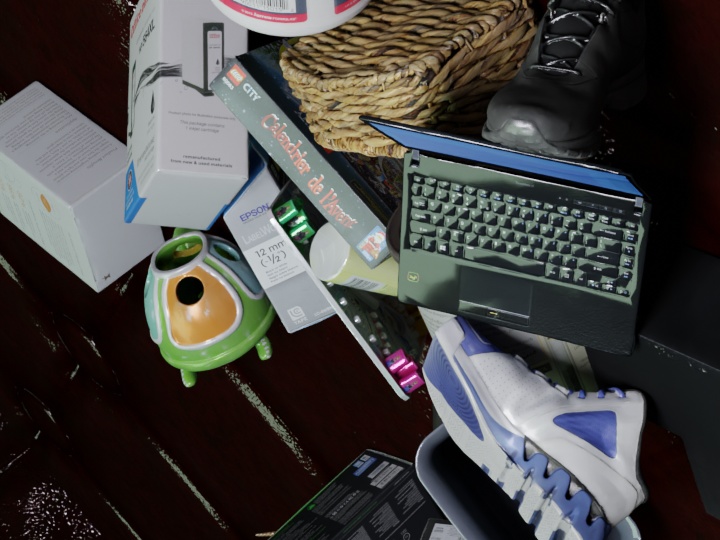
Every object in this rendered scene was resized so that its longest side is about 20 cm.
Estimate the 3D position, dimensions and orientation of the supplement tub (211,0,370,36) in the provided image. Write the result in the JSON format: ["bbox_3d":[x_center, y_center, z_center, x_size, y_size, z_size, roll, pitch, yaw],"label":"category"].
[{"bbox_3d":[-0.052,-0.278,1.248,0.140,0.140,0.200,39,154,25],"label":"supplement tub"}]

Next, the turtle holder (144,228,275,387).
[{"bbox_3d":[-0.164,0.020,1.914,0.141,0.186,0.132,-10,123,27],"label":"turtle holder"}]

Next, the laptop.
[{"bbox_3d":[0.095,-0.019,1.168,0.177,0.103,0.200,14,125,17],"label":"laptop"}]

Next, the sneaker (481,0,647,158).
[{"bbox_3d":[0.129,-0.131,1.092,0.076,0.200,0.091,13,118,18],"label":"sneaker"}]

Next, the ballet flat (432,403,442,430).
[{"bbox_3d":[0.117,0.221,1.762,0.200,0.068,0.068,56,158,-11],"label":"ballet flat"}]

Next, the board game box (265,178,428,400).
[{"bbox_3d":[0.000,0.000,1.564,0.200,0.026,0.200,54,-166,-9],"label":"board game box"}]

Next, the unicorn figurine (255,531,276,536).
[{"bbox_3d":[-0.021,0.370,2.238,0.200,0.074,0.138,-16,102,49],"label":"unicorn figurine"}]

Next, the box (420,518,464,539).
[{"bbox_3d":[0.169,0.320,1.744,0.200,0.044,0.160,4,135,23],"label":"box"}]

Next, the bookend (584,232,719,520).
[{"bbox_3d":[0.264,0.095,1.291,0.199,0.092,0.200,25,147,47],"label":"bookend"}]

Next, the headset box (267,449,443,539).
[{"bbox_3d":[0.017,0.336,1.977,0.093,0.174,0.200,11,136,55],"label":"headset box"}]

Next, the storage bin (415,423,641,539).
[{"bbox_3d":[0.156,0.195,1.600,0.200,0.146,0.134,51,-177,1],"label":"storage bin"}]

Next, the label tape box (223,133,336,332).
[{"bbox_3d":[-0.085,-0.063,1.631,0.200,0.066,0.143,60,-170,-25],"label":"label tape box"}]

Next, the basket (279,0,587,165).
[{"bbox_3d":[0.048,-0.116,1.304,0.200,0.143,0.149,14,137,54],"label":"basket"}]

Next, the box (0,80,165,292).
[{"bbox_3d":[-0.342,-0.099,2.061,0.200,0.106,0.152,36,152,31],"label":"box"}]

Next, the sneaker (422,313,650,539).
[{"bbox_3d":[0.141,0.110,1.287,0.199,0.115,0.081,52,156,16],"label":"sneaker"}]

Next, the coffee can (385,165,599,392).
[{"bbox_3d":[0.123,0.029,1.376,0.146,0.146,0.200,18,141,51],"label":"coffee can"}]

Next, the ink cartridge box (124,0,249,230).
[{"bbox_3d":[-0.153,-0.153,1.541,0.146,0.084,0.200,136,135,-65],"label":"ink cartridge box"}]

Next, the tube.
[{"bbox_3d":[0.047,0.002,1.489,0.052,0.200,0.058,-43,48,33],"label":"tube"}]

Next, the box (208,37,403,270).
[{"bbox_3d":[-0.017,-0.104,1.449,0.200,0.137,0.038,49,122,5],"label":"box"}]
